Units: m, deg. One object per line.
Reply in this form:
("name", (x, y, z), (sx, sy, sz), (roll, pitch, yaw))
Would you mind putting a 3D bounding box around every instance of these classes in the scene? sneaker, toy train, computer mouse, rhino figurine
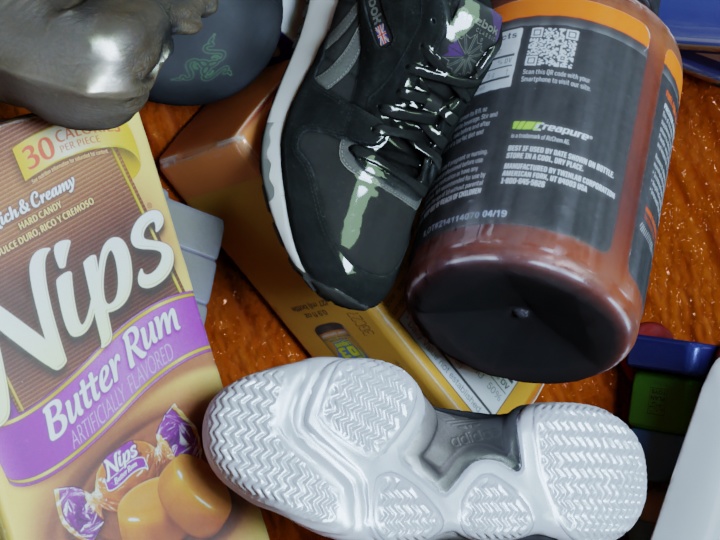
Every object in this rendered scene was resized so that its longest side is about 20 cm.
("sneaker", (0.014, 0.089, 0.986), (0.199, 0.114, 0.076), (9, 74, -23))
("toy train", (0.220, 0.096, 1.211), (0.199, 0.085, 0.116), (10, 89, -37))
("computer mouse", (-0.109, -0.138, 0.973), (0.138, 0.053, 0.200), (-38, 119, 12))
("sneaker", (0.016, -0.083, 0.993), (0.076, 0.087, 0.201), (26, 59, -36))
("rhino figurine", (-0.163, -0.108, 0.915), (0.199, 0.060, 0.088), (17, 34, 6))

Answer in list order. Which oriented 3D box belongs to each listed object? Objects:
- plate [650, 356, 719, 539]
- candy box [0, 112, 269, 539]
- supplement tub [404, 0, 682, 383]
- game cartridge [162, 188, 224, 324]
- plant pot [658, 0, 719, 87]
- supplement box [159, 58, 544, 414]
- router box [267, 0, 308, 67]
("plate", (0.224, 0.140, 1.171), (0.199, 0.032, 0.200), (4, 110, -39))
("candy box", (-0.123, 0.038, 0.934), (0.116, 0.056, 0.201), (-20, 94, -37))
("supplement tub", (0.089, -0.057, 1.044), (0.107, 0.107, 0.201), (34, 54, -28))
("game cartridge", (-0.155, 0.005, 0.968), (0.199, 0.038, 0.130), (22, 67, -32))
("plant pot", (0.220, -0.185, 1.155), (0.200, 0.199, 0.181), (11, 88, -51))
("supplement box", (0.000, 0.000, 1.064), (0.200, 0.066, 0.069), (53, 53, -19))
("router box", (-0.015, -0.178, 1.088), (0.200, 0.049, 0.180), (38, 63, -27))
